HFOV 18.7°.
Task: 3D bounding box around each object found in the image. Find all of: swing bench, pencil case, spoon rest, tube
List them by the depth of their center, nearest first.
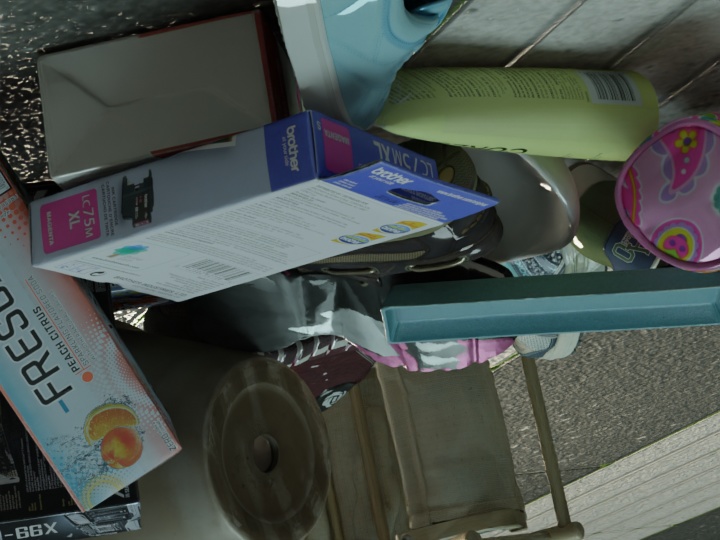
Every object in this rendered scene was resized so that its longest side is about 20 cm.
[{"bbox_3d":[0.069,-0.086,1.168,0.199,0.052,0.058,1,161,-34],"label":"tube"},{"bbox_3d":[0.207,-0.051,1.225,0.087,0.088,0.200,-16,180,22],"label":"pencil case"},{"bbox_3d":[0.076,-0.036,1.300,0.061,0.099,0.200,-50,177,-16],"label":"spoon rest"},{"bbox_3d":[0.037,0.130,1.635,0.129,0.200,0.199,2,161,-45],"label":"swing bench"}]

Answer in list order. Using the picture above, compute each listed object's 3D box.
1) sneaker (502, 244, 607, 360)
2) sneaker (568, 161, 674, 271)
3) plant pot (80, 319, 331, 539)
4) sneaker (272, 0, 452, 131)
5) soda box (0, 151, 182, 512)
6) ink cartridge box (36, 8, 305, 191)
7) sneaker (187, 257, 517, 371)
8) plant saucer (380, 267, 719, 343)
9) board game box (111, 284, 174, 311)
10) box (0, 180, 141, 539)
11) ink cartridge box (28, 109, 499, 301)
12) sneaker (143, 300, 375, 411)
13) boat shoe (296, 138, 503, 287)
[{"bbox_3d":[0.110,0.004,1.492,0.086,0.078,0.200,-6,155,-6],"label":"sneaker"},{"bbox_3d":[0.201,-0.019,1.370,0.200,0.090,0.067,3,117,-51],"label":"sneaker"},{"bbox_3d":[-0.119,0.120,1.351,0.173,0.202,0.199,-12,167,38],"label":"plant pot"},{"bbox_3d":[0.008,-0.112,0.997,0.081,0.074,0.200,-9,166,4],"label":"sneaker"},{"bbox_3d":[-0.170,0.020,1.107,0.063,0.201,0.068,-31,-162,-3],"label":"soda box"},{"bbox_3d":[-0.082,-0.060,1.135,0.116,0.068,0.200,-12,164,7],"label":"ink cartridge box"},{"bbox_3d":[0.000,0.000,1.315,0.198,0.087,0.081,7,123,6],"label":"sneaker"},{"bbox_3d":[0.112,0.019,1.239,0.198,0.019,0.070,-3,161,3],"label":"plant saucer"},{"bbox_3d":[-0.212,0.012,1.334,0.199,0.035,0.135,-8,175,-6],"label":"board game box"},{"bbox_3d":[-0.211,0.054,1.211,0.157,0.201,0.050,-8,158,-9],"label":"box"},{"bbox_3d":[-0.046,-0.032,1.052,0.199,0.042,0.119,-13,164,30],"label":"ink cartridge box"},{"bbox_3d":[-0.067,0.067,1.520,0.199,0.076,0.116,-1,138,-28],"label":"sneaker"},{"bbox_3d":[-0.005,-0.021,1.225,0.199,0.075,0.073,-2,140,45],"label":"boat shoe"}]
